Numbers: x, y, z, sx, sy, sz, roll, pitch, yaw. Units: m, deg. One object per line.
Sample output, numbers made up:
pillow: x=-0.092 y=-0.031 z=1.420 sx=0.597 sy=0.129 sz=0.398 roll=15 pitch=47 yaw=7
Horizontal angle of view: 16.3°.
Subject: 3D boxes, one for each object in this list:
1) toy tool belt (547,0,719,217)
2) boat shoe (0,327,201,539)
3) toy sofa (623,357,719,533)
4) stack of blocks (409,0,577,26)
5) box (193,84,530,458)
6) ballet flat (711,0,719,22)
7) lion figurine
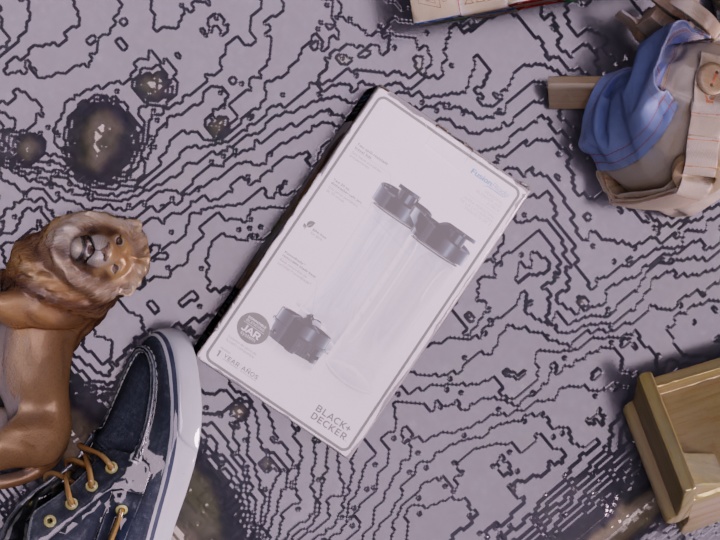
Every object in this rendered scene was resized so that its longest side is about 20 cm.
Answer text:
toy tool belt: x=0.189 y=-0.109 z=1.490 sx=0.123 sy=0.200 sz=0.125 roll=29 pitch=67 yaw=-6
boat shoe: x=-0.157 y=0.129 z=1.504 sx=0.091 sy=0.071 sz=0.201 roll=9 pitch=96 yaw=-29
toy sofa: x=0.270 y=0.088 z=1.568 sx=0.200 sy=0.098 sz=0.083 roll=-17 pitch=69 yaw=-5
stack of blocks: x=0.130 y=-0.193 z=1.516 sx=0.200 sy=0.115 sz=0.059 roll=-10 pitch=92 yaw=8
box: x=0.000 y=0.000 z=1.538 sx=0.117 sy=0.060 sz=0.200 roll=33 pitch=89 yaw=-6
ballet flat: x=0.280 y=-0.118 z=1.560 sx=0.072 sy=0.072 sz=0.201 roll=-26 pitch=94 yaw=-5
lion figurine: x=-0.200 y=0.057 z=1.521 sx=0.122 sy=0.072 sz=0.200 roll=7 pitch=105 yaw=-18
